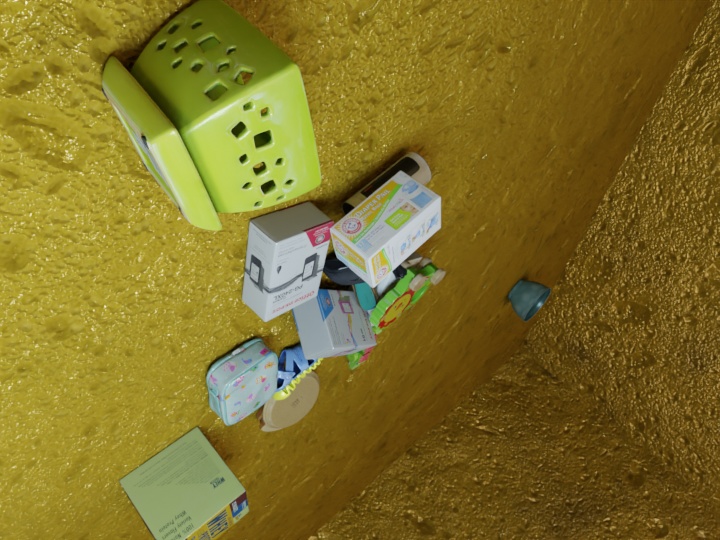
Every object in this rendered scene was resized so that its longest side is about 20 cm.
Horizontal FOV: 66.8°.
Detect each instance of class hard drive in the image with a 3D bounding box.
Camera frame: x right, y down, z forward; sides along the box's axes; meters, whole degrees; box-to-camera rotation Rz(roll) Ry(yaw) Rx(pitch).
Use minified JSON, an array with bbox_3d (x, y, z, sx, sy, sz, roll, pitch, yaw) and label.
[{"bbox_3d":[0.078,0.051,1.400,0.132,0.026,0.200,-15,135,-52],"label":"hard drive"}]

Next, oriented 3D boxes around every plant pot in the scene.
[{"bbox_3d":[-0.185,-0.181,0.678,0.181,0.199,0.200,-34,150,-17],"label":"plant pot"},{"bbox_3d":[0.799,0.128,2.626,0.200,0.134,0.200,-36,150,-24],"label":"plant pot"}]

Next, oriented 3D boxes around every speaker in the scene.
[{"bbox_3d":[0.057,-0.169,1.181,0.200,0.081,0.081,-40,152,-18],"label":"speaker"}]

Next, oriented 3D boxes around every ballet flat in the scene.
[{"bbox_3d":[0.000,0.000,1.301,0.068,0.072,0.200,-15,120,4],"label":"ballet flat"}]

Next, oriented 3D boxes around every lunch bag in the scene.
[{"bbox_3d":[-0.268,0.251,1.228,0.160,0.077,0.200,-30,147,-32],"label":"lunch bag"}]

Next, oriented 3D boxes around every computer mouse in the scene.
[{"bbox_3d":[-0.007,-0.008,1.186,0.140,0.200,0.046,61,34,-57],"label":"computer mouse"}]

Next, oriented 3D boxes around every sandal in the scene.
[{"bbox_3d":[-0.164,0.225,1.361,0.200,0.079,0.087,-49,123,-23],"label":"sandal"}]

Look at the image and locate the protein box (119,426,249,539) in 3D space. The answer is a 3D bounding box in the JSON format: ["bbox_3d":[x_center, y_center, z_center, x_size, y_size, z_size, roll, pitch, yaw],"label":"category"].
[{"bbox_3d":[-0.392,0.512,1.235,0.198,0.200,0.135,-33,148,-30],"label":"protein box"}]

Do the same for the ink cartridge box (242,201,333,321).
[{"bbox_3d":[-0.144,-0.016,1.064,0.145,0.083,0.200,-26,144,-40],"label":"ink cartridge box"}]

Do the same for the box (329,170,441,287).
[{"bbox_3d":[0.052,-0.083,1.074,0.200,0.112,0.101,-42,151,-18],"label":"box"}]

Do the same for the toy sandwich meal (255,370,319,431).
[{"bbox_3d":[-0.197,0.342,1.471,0.205,0.070,0.205,-28,135,-33],"label":"toy sandwich meal"}]

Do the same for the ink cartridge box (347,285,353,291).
[{"bbox_3d":[0.026,0.055,1.433,0.200,0.067,0.116,-55,153,8],"label":"ink cartridge box"}]

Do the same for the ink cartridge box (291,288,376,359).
[{"bbox_3d":[-0.060,0.124,1.287,0.085,0.145,0.200,-24,165,26],"label":"ink cartridge box"}]

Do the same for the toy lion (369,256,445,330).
[{"bbox_3d":[0.108,0.065,1.367,0.200,0.069,0.192,-12,138,-58],"label":"toy lion"}]

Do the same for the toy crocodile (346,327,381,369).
[{"bbox_3d":[0.012,0.226,1.636,0.067,0.062,0.200,-18,139,-46],"label":"toy crocodile"}]
